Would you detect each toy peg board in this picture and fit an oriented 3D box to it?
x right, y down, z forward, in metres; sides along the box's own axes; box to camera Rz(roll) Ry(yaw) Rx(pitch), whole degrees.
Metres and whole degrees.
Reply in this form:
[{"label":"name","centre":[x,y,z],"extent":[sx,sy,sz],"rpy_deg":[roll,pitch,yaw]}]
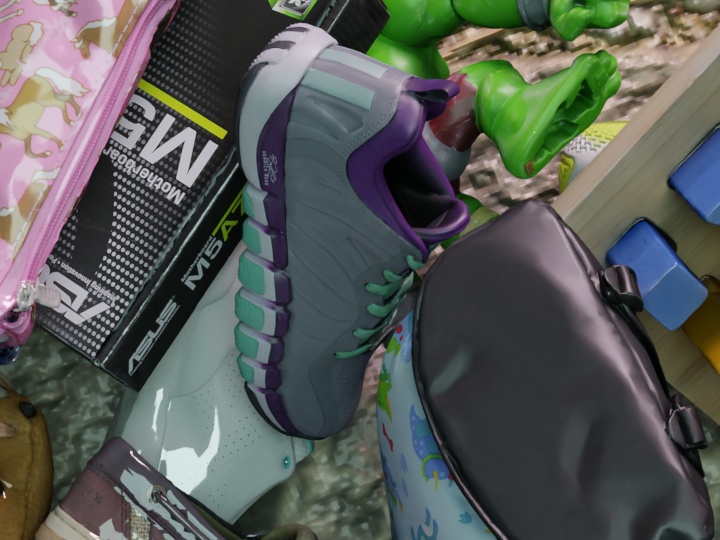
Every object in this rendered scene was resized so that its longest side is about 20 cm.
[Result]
[{"label":"toy peg board","centre":[0.210,-0.008,1.102],"extent":[0.199,0.098,0.200],"rpy_deg":[39,99,-26]}]

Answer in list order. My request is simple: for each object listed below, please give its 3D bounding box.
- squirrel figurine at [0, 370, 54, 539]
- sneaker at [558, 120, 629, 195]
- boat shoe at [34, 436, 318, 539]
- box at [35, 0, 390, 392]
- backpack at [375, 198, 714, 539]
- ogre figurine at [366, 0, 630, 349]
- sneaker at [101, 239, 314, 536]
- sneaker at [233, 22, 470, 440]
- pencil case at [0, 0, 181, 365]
[{"label":"squirrel figurine","centre":[-0.231,0.090,1.127],"extent":[0.186,0.142,0.201],"rpy_deg":[30,98,-12]},{"label":"sneaker","centre":[0.183,-0.015,1.187],"extent":[0.198,0.076,0.106],"rpy_deg":[0,104,-4]},{"label":"boat shoe","centre":[-0.037,0.135,1.117],"extent":[0.199,0.072,0.065],"rpy_deg":[31,93,-18]},{"label":"box","centre":[-0.119,-0.081,1.133],"extent":[0.199,0.048,0.194],"rpy_deg":[32,83,26]},{"label":"backpack","centre":[0.073,0.092,1.101],"extent":[0.153,0.200,0.164],"rpy_deg":[-28,68,5]},{"label":"ogre figurine","centre":[0.033,-0.059,1.142],"extent":[0.120,0.201,0.098],"rpy_deg":[35,43,28]},{"label":"sneaker","centre":[-0.055,0.049,1.163],"extent":[0.088,0.075,0.201],"rpy_deg":[19,93,-12]},{"label":"sneaker","centre":[0.000,0.000,1.079],"extent":[0.087,0.201,0.075],"rpy_deg":[17,46,22]},{"label":"pencil case","centre":[-0.128,-0.066,1.062],"extent":[0.086,0.083,0.201],"rpy_deg":[25,81,-4]}]
